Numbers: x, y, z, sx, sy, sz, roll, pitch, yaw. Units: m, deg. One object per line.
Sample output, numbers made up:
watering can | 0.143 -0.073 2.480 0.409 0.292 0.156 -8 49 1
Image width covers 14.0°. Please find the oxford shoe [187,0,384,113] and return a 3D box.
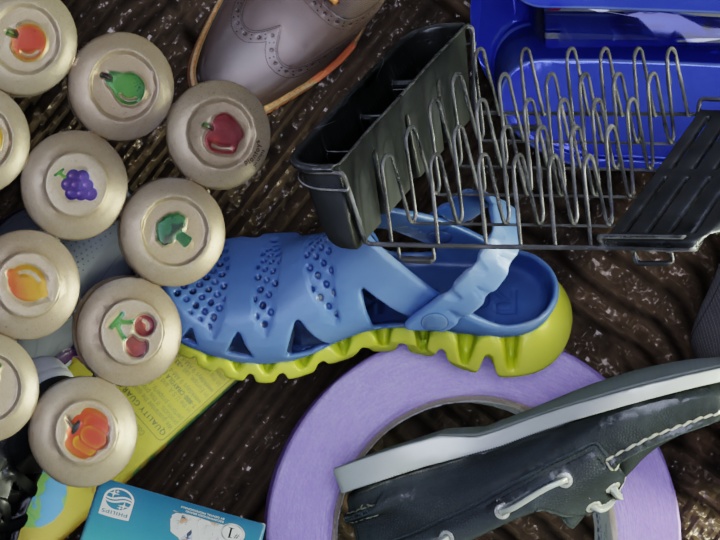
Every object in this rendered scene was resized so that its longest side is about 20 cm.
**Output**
oxford shoe | -0.011 -0.155 1.434 0.071 0.073 0.200 42 86 -1

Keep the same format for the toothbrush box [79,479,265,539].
toothbrush box | -0.113 0.220 1.326 0.085 0.147 0.201 15 46 -2

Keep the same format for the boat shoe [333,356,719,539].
boat shoe | 0.088 0.090 1.355 0.199 0.076 0.061 -18 89 18

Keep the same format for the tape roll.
tape roll | 0.052 0.130 1.426 0.199 0.066 0.201 0 86 -4

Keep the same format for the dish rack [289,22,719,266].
dish rack | 0.087 -0.056 1.308 0.199 0.153 0.055 2 121 26

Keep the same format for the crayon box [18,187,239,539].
crayon box | -0.158 0.059 1.425 0.200 0.051 0.127 -41 89 -5

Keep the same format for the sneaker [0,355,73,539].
sneaker | -0.174 0.145 1.345 0.112 0.073 0.200 42 90 19

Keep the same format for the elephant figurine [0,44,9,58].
elephant figurine | -0.201 -0.126 1.381 0.200 0.155 0.141 -45 125 8

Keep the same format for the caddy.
caddy | 0.151 -0.121 1.426 0.199 0.105 0.142 3 103 7

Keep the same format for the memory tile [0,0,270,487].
memory tile | -0.139 -0.016 1.320 0.153 0.017 0.201 26 83 -15

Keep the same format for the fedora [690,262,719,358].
fedora | 0.227 0.018 1.412 0.200 0.177 0.090 -50 58 15

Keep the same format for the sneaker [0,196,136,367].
sneaker | -0.181 0.032 1.357 0.200 0.088 0.075 -39 89 -4

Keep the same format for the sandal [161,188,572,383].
sandal | 0.000 0.000 1.368 0.199 0.087 0.080 -4 51 -2
